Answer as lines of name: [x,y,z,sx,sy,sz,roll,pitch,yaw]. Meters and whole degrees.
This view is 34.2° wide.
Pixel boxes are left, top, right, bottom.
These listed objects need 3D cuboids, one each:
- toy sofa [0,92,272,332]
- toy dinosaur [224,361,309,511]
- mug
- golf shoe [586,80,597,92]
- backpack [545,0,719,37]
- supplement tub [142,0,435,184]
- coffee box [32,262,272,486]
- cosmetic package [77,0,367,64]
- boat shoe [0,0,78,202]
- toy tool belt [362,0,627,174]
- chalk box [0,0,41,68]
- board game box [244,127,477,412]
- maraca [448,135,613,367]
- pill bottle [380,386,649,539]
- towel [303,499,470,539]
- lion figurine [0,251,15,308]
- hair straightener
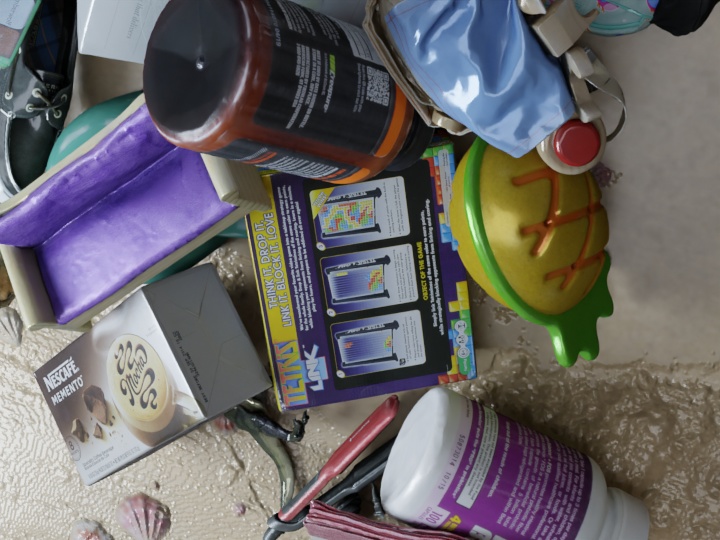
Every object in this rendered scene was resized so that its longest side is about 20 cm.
toy sofa: [-0.172,-0.038,0.838,0.199,0.097,0.083,-31,71,20]
toy dinosaur: [-0.088,0.121,1.023,0.088,0.047,0.201,-26,100,38]
mug: [-0.165,-0.071,0.952,0.183,0.114,0.153,-19,100,20]
golf shoe: [0.084,-0.156,0.884,0.198,0.077,0.089,-1,98,15]
backpack: [0.157,-0.236,0.801,0.198,0.167,0.128,24,115,14]
supplement tub: [-0.037,-0.115,0.767,0.106,0.199,0.108,-7,79,40]
coffee box: [-0.177,0.089,0.973,0.199,0.079,0.114,-31,84,44]
cosmetic package: [-0.076,-0.240,0.796,0.198,0.124,0.200,5,142,-23]
boat shoe: [-0.264,-0.152,0.951,0.056,0.068,0.202,2,85,42]
toy tool belt: [0.090,-0.128,0.726,0.125,0.123,0.200,-41,104,10]
chalk box: [-0.307,-0.246,0.882,0.123,0.200,0.125,17,116,-37]
board game box: [0.000,0.000,0.919,0.163,0.057,0.202,-8,113,-2]
maraca: [0.135,-0.020,0.864,0.106,0.138,0.201,-7,131,43]
pill bottle: [0.125,0.182,0.936,0.198,0.112,0.113,26,111,-9]
towel: [0.035,0.242,0.968,0.142,0.201,0.023,12,64,12]
lion figurine: [-0.314,-0.072,0.988,0.072,0.122,0.202,-8,102,17]
hair straightener: [-0.010,0.201,1.016,0.077,0.041,0.200,40,102,-14]
